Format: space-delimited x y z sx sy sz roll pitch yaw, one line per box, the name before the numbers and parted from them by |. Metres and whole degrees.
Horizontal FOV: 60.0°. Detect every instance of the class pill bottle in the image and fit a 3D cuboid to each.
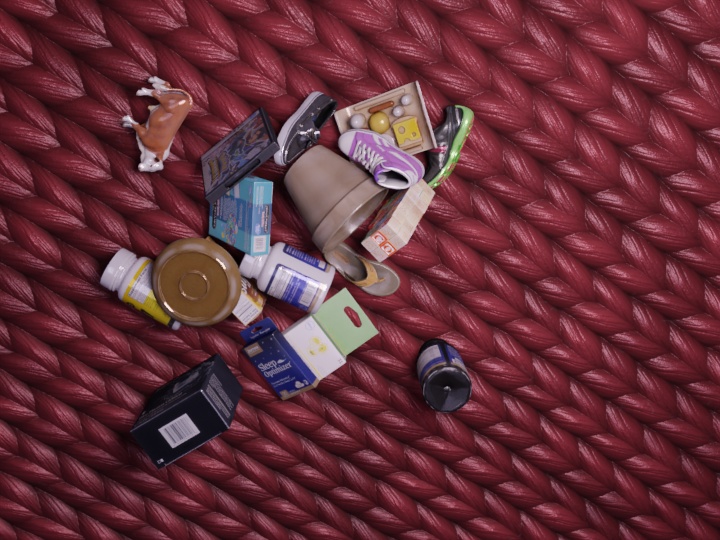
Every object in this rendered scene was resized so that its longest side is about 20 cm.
pill bottle | -0.475 0.040 1.418 0.199 0.114 0.115 31 103 -8
pill bottle | 0.186 0.232 1.437 0.110 0.200 0.113 0 105 0
pill bottle | -0.168 0.006 1.411 0.198 0.120 0.121 26 103 -7

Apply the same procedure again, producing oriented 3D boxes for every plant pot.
plant pot | -0.356 0.030 1.343 0.197 0.028 0.202 0 105 -1
plant pot | -0.067 -0.168 1.344 0.200 0.200 0.174 -44 86 10

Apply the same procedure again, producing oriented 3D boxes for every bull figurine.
bull figurine | -0.443 -0.314 1.347 0.121 0.065 0.201 34 101 -13

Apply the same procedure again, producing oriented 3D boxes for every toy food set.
toy food set | 0.055 -0.303 1.338 0.198 0.060 0.145 -14 105 25

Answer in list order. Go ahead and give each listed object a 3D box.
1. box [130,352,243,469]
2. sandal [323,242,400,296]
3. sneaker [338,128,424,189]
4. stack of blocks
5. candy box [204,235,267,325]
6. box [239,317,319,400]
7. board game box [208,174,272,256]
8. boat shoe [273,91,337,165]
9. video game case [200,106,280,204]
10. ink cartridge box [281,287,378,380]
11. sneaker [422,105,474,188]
box | -0.397 0.321 1.450 0.195 0.200 0.118 -30 104 7
sandal | 0.000 0.000 1.446 0.199 0.054 0.081 32 102 -9
sneaker | 0.030 -0.230 1.287 0.199 0.114 0.073 25 122 13
stack of blocks | 0.074 -0.106 1.329 0.059 0.201 0.115 44 133 -11
candy box | -0.302 0.021 1.415 0.056 0.117 0.200 -40 103 10
box | -0.201 0.213 1.487 0.121 0.032 0.201 -27 104 36
board game box | -0.260 -0.131 1.340 0.047 0.199 0.153 -6 110 -38
boat shoe | -0.109 -0.295 1.311 0.066 0.201 0.070 19 149 20
video game case | -0.257 -0.245 1.305 0.180 0.201 0.026 -36 126 9
ink cartridge box | -0.076 0.158 1.493 0.199 0.048 0.146 -35 102 10
sneaker | 0.178 -0.269 1.377 0.083 0.077 0.202 29 104 15
